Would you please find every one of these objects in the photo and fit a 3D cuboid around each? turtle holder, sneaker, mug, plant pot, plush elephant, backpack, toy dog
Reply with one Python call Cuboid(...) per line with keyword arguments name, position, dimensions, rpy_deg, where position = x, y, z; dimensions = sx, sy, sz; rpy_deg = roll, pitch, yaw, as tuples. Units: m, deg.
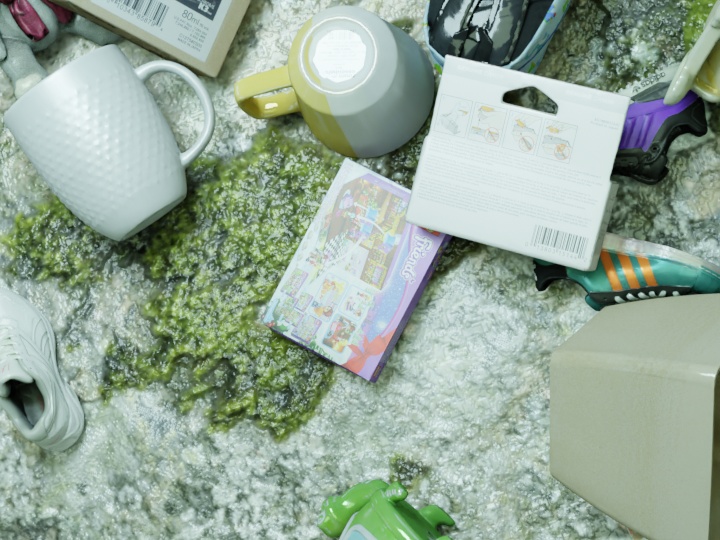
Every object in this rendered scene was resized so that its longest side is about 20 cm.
Cuboid(name="turtle holder", position=(0.028, 0.287, 1.600), dimensions=(0.185, 0.141, 0.132), rpy_deg=(43, 93, 12))
Cuboid(name="sneaker", position=(0.266, -0.125, 1.645), dimensions=(0.200, 0.070, 0.100), rpy_deg=(-29, 80, 7))
Cuboid(name="mug", position=(-0.021, -0.192, 1.668), dimensions=(0.187, 0.153, 0.149), rpy_deg=(-43, 78, 3))
Cuboid(name="mug", position=(-0.250, -0.142, 1.712), dimensions=(0.200, 0.148, 0.176), rpy_deg=(-34, 91, -3))
Cuboid(name="plant pot", position=(0.286, 0.132, 1.526), dimensions=(0.177, 0.200, 0.200), rpy_deg=(10, 116, 30))
Cuboid(name="sneaker", position=(-0.367, 0.099, 1.724), dimensions=(0.078, 0.099, 0.200), rpy_deg=(-33, 78, 5))
Cuboid(name="plush elephant", position=(-0.366, -0.315, 1.741), dimensions=(0.165, 0.155, 0.200), rpy_deg=(-37, 63, -26))
Cuboid(name="sneaker", position=(0.273, 0.008, 1.629), dimensions=(0.200, 0.071, 0.080), rpy_deg=(14, 88, 19))
Cuboid(name="backpack", position=(0.146, -0.282, 1.664), dimensions=(0.163, 0.154, 0.200), rpy_deg=(19, 68, 9))
Cuboid(name="toy dog", position=(0.425, -0.189, 1.592), dimensions=(0.200, 0.194, 0.140), rpy_deg=(31, 117, 4))

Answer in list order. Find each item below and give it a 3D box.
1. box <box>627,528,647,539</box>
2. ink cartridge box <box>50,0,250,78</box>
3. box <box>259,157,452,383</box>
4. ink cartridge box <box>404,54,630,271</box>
Cuboid(name="box", position=(0.322, 0.336, 1.587), dimensions=(0.039, 0.041, 0.200), rpy_deg=(-25, 78, 7))
Cuboid(name="ink cartridge box", position=(-0.213, -0.320, 1.703), dimensions=(0.075, 0.200, 0.165), rpy_deg=(22, 88, 55))
Cuboid(name="box", position=(0.000, 0.000, 1.696), dimensions=(0.137, 0.039, 0.200), rpy_deg=(28, 88, 14))
Cuboid(name="ink cartridge box", position=(0.161, -0.108, 1.611), dimensions=(0.200, 0.045, 0.177), rpy_deg=(16, 96, 20))
